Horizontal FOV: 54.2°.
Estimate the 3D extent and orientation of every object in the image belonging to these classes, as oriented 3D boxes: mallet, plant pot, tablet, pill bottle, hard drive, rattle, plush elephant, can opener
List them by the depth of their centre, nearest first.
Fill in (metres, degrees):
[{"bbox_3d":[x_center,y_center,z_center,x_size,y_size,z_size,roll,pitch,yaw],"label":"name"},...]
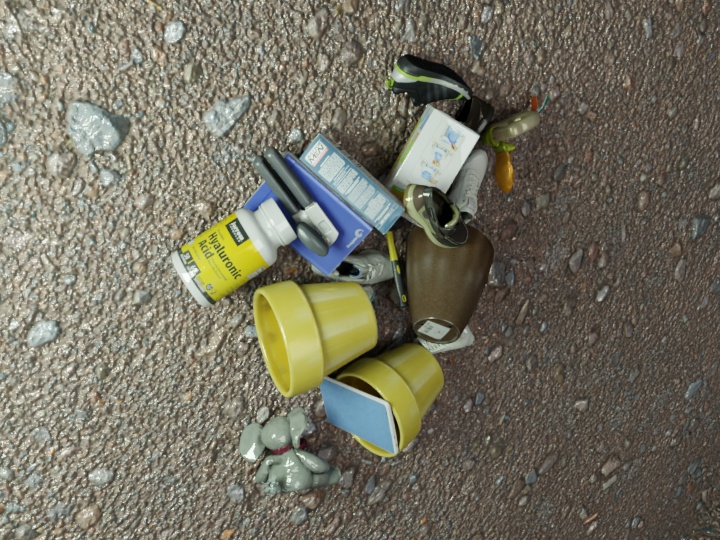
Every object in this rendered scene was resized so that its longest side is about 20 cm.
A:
[{"bbox_3d":[-0.109,-0.113,1.198,0.053,0.067,0.201,-30,111,17],"label":"can opener"},{"bbox_3d":[-0.211,-0.036,1.201,0.199,0.111,0.112,-34,124,-4],"label":"pill bottle"},{"bbox_3d":[-0.093,-0.097,1.257,0.199,0.025,0.132,39,113,-15],"label":"hard drive"},{"bbox_3d":[-0.077,0.108,1.292,0.186,0.201,0.204,-15,116,-21],"label":"plant pot"},{"bbox_3d":[0.165,0.037,1.405,0.187,0.185,0.202,45,46,-36],"label":"plant pot"},{"bbox_3d":[-0.149,0.360,1.406,0.200,0.162,0.157,35,46,-68],"label":"plush elephant"},{"bbox_3d":[0.074,-0.027,1.408,0.065,0.041,0.203,-10,80,-37],"label":"mallet"},{"bbox_3d":[-0.007,0.290,1.432,0.014,0.198,0.132,-32,124,-37],"label":"tablet"},{"bbox_3d":[0.073,0.255,1.485,0.188,0.199,0.204,-32,124,-36],"label":"plant pot"},{"bbox_3d":[0.352,-0.279,1.497,0.199,0.130,0.144,-34,92,-45],"label":"rattle"}]

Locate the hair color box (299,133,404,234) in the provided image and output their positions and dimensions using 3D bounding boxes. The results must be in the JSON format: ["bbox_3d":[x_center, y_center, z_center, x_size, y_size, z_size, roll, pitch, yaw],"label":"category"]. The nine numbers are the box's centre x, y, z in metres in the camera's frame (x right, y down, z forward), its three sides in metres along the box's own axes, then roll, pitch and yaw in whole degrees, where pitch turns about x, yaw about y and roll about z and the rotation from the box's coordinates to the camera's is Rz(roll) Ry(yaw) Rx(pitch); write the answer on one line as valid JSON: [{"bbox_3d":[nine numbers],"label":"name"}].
[{"bbox_3d":[-0.011,-0.156,1.258,0.200,0.100,0.061,42,100,-3],"label":"hair color box"}]

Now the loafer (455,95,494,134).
[{"bbox_3d":[0.192,-0.274,1.437,0.071,0.073,0.201,38,80,-27],"label":"loafer"}]

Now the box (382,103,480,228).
[{"bbox_3d":[0.126,-0.201,1.345,0.100,0.113,0.202,28,104,-9],"label":"box"}]

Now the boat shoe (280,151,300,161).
[{"bbox_3d":[-0.102,-0.130,1.297,0.202,0.071,0.062,66,26,-24],"label":"boat shoe"}]

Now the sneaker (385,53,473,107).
[{"bbox_3d":[0.130,-0.359,1.373,0.198,0.072,0.083,9,129,-36],"label":"sneaker"}]

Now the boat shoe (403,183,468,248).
[{"bbox_3d":[0.151,-0.093,1.278,0.199,0.064,0.074,30,71,-48],"label":"boat shoe"}]

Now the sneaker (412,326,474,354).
[{"bbox_3d":[0.175,0.147,1.509,0.080,0.200,0.077,-25,84,-20],"label":"sneaker"}]

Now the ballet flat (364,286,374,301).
[{"bbox_3d":[-0.043,0.112,1.424,0.071,0.072,0.202,30,89,-37],"label":"ballet flat"}]

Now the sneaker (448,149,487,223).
[{"bbox_3d":[0.225,-0.157,1.478,0.074,0.099,0.202,28,90,-35],"label":"sneaker"}]

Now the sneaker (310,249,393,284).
[{"bbox_3d":[0.000,0.000,1.395,0.198,0.087,0.076,1,105,-35],"label":"sneaker"}]
